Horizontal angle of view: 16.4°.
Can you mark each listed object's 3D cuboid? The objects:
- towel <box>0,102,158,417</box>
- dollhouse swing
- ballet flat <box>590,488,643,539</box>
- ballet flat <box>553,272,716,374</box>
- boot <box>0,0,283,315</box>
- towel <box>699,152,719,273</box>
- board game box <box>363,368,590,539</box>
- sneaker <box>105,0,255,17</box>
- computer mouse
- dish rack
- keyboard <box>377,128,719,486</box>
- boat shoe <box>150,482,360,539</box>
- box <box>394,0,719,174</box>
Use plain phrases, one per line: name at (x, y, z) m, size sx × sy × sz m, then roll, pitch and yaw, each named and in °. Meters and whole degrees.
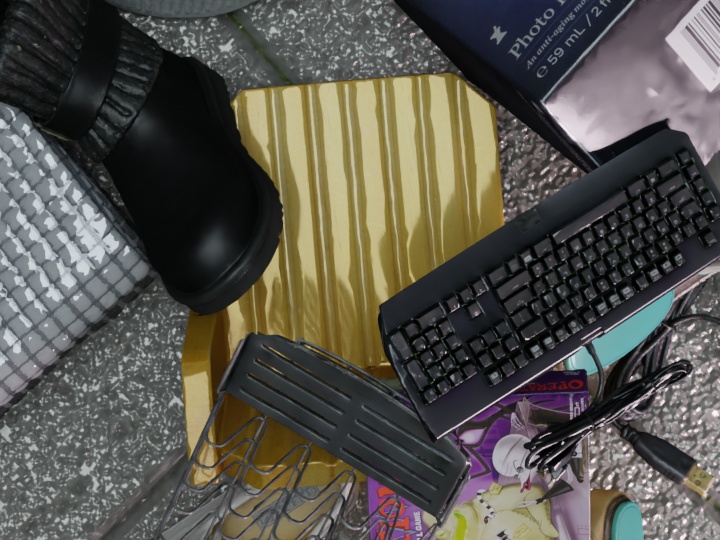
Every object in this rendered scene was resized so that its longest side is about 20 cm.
towel at (-0.232, -0.025, 1.432) m, size 0.165 × 0.086 × 0.200 m, roll -40°, pitch 86°, yaw 7°
dollhouse swing at (0.000, 0.000, 1.389) m, size 0.199 × 0.182 × 0.177 m, roll -4°, pitch 110°, yaw 2°
ballet flat at (0.137, 0.226, 1.437) m, size 0.063 × 0.069 × 0.201 m, roll -6°, pitch 86°, yaw 30°
ballet flat at (0.167, -0.013, 1.410) m, size 0.200 × 0.068 × 0.075 m, roll -34°, pitch 48°, yaw -18°
boot at (-0.135, -0.077, 1.351) m, size 0.079 × 0.211 × 0.158 m, roll -44°, pitch 129°, yaw 15°
towel at (0.202, -0.080, 1.395) m, size 0.132 × 0.035 × 0.201 m, roll -2°, pitch 52°, yaw 1°
board game box at (0.064, 0.147, 1.337) m, size 0.119 × 0.032 × 0.201 m, roll -1°, pitch 118°, yaw 5°
sneaker at (-0.066, -0.217, 1.444) m, size 0.199 × 0.073 × 0.115 m, roll -12°, pitch 51°, yaw 20°
computer mouse at (0.240, 0.074, 1.433) m, size 0.199 × 0.046 × 0.141 m, roll 30°, pitch 88°, yaw 2°
dish rack at (-0.036, 0.134, 1.301) m, size 0.153 × 0.055 × 0.201 m, roll 29°, pitch 124°, yaw 5°
keyboard at (0.112, 0.027, 1.266) m, size 0.199 × 0.021 × 0.128 m, roll -32°, pitch 102°, yaw -16°
boat shoe at (-0.083, 0.171, 1.431) m, size 0.200 × 0.070 × 0.071 m, roll -36°, pitch 89°, yaw 1°
box at (0.141, -0.168, 1.352) m, size 0.200 × 0.198 × 0.123 m, roll -47°, pitch 129°, yaw 1°
